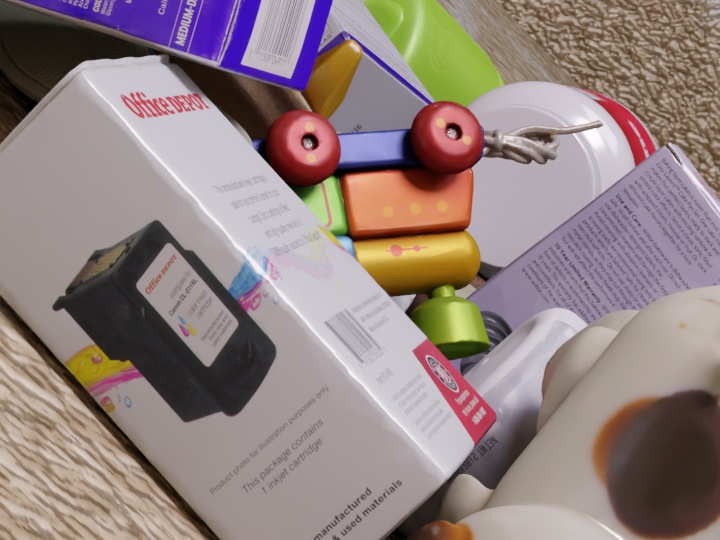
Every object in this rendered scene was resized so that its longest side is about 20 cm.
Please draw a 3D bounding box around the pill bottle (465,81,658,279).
[{"bbox_3d":[0.101,-0.047,1.397,0.112,0.112,0.200,48,12,7],"label":"pill bottle"}]

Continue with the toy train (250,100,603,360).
[{"bbox_3d":[0.037,-0.011,1.158,0.200,0.085,0.116,-5,75,-24],"label":"toy train"}]

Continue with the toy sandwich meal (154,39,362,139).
[{"bbox_3d":[-0.077,-0.121,1.248,0.205,0.070,0.205,38,-15,12],"label":"toy sandwich meal"}]

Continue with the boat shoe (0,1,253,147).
[{"bbox_3d":[-0.115,-0.069,1.140,0.200,0.072,0.068,47,-29,39],"label":"boat shoe"}]

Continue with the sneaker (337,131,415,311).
[{"bbox_3d":[0.000,0.000,1.274,0.081,0.076,0.200,58,9,-24],"label":"sneaker"}]

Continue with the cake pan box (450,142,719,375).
[{"bbox_3d":[0.135,0.071,1.195,0.200,0.184,0.052,52,13,9],"label":"cake pan box"}]

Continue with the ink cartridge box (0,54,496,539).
[{"bbox_3d":[-0.050,0.019,0.975,0.200,0.083,0.146,47,12,3],"label":"ink cartridge box"}]

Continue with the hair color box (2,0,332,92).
[{"bbox_3d":[-0.121,-0.136,1.083,0.200,0.065,0.109,17,3,17],"label":"hair color box"}]

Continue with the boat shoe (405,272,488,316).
[{"bbox_3d":[0.092,0.073,1.289,0.202,0.075,0.075,38,5,35],"label":"boat shoe"}]

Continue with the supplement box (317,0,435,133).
[{"bbox_3d":[-0.051,-0.127,1.429,0.103,0.101,0.200,36,16,-45],"label":"supplement box"}]

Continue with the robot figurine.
[{"bbox_3d":[0.019,-0.113,1.585,0.175,0.116,0.200,37,-2,40],"label":"robot figurine"}]

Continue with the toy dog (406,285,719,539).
[{"bbox_3d":[0.095,0.106,0.917,0.140,0.194,0.200,44,52,3],"label":"toy dog"}]

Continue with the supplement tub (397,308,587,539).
[{"bbox_3d":[0.111,0.125,1.105,0.200,0.123,0.123,46,11,-1],"label":"supplement tub"}]
